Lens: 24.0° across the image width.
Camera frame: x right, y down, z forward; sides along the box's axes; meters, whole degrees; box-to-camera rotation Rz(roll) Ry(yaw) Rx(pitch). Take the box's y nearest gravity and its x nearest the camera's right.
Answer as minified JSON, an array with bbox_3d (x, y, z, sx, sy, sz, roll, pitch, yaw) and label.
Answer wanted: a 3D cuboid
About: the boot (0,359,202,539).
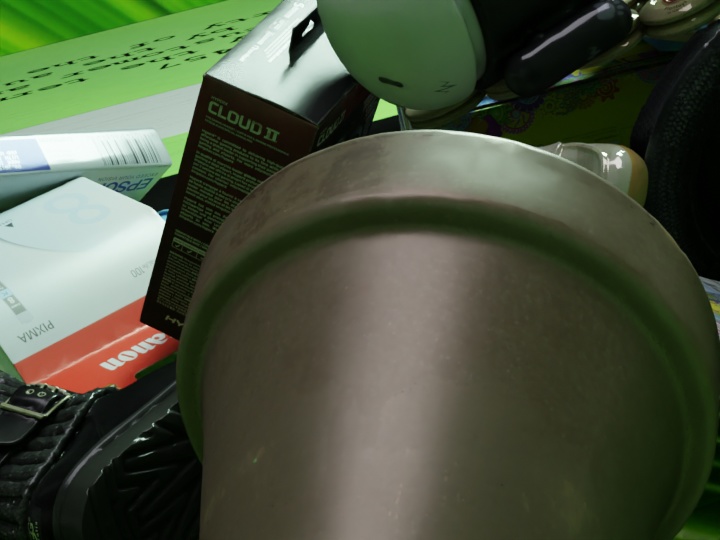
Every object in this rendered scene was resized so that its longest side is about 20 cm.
[{"bbox_3d":[-0.121,0.077,0.843,0.157,0.080,0.211,1,21,40],"label":"boot"}]

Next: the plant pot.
[{"bbox_3d":[0.021,0.080,0.566,0.199,0.201,0.175,-8,33,17],"label":"plant pot"}]

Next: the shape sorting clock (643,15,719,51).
[{"bbox_3d":[0.239,-0.166,1.046,0.198,0.040,0.200,-2,15,1],"label":"shape sorting clock"}]

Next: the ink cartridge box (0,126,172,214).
[{"bbox_3d":[-0.262,-0.026,1.213,0.196,0.043,0.200,-11,-28,-49],"label":"ink cartridge box"}]

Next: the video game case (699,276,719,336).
[{"bbox_3d":[0.164,0.030,0.743,0.181,0.023,0.200,14,10,-15],"label":"video game case"}]

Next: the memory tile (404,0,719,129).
[{"bbox_3d":[0.122,-0.148,1.009,0.199,0.017,0.154,-20,23,21],"label":"memory tile"}]

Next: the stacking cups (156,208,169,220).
[{"bbox_3d":[-0.138,-0.010,1.213,0.060,0.061,0.200,-4,23,28],"label":"stacking cups"}]

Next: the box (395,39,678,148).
[{"bbox_3d":[0.135,-0.081,1.109,0.199,0.123,0.193,-13,17,-1],"label":"box"}]

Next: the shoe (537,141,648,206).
[{"bbox_3d":[0.069,-0.023,0.900,0.053,0.070,0.200,15,-22,-34],"label":"shoe"}]

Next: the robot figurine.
[{"bbox_3d":[0.070,-0.173,0.941,0.199,0.125,0.150,-34,20,-14],"label":"robot figurine"}]

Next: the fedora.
[{"bbox_3d":[0.218,-0.080,0.911,0.199,0.202,0.092,-18,29,-18],"label":"fedora"}]

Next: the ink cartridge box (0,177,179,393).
[{"bbox_3d":[-0.170,0.013,1.064,0.199,0.048,0.160,21,35,36],"label":"ink cartridge box"}]

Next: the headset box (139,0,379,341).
[{"bbox_3d":[-0.051,-0.066,1.018,0.077,0.201,0.149,24,36,8],"label":"headset box"}]
